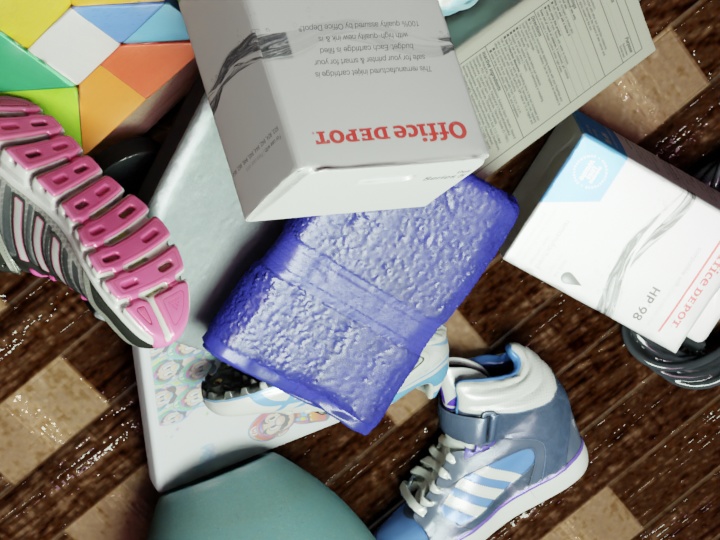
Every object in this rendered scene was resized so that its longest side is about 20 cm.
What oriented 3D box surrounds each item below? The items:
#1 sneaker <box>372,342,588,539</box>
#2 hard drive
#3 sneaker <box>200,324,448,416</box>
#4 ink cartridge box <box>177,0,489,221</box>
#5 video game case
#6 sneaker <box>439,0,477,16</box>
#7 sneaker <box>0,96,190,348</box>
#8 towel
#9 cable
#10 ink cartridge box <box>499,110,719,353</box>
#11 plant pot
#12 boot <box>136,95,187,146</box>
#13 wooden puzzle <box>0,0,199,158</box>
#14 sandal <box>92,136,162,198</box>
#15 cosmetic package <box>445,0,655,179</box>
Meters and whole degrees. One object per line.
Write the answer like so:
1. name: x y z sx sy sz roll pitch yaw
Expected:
1. sneaker: 0.070 0.136 1.793 0.200 0.081 0.147 -29 116 0
2. hard drive: -0.083 -0.042 1.549 0.139 0.033 0.200 19 106 -35
3. sneaker: -0.021 0.082 1.654 0.200 0.072 0.073 -12 110 -29
4. ink cartridge box: -0.023 -0.139 1.442 0.145 0.200 0.084 -6 161 -33
5. video game case: -0.076 0.065 1.678 0.182 0.024 0.200 -21 140 -17
6. sneaker: 0.035 -0.197 1.554 0.200 0.082 0.074 -37 118 -20
7. sneaker: -0.191 -0.019 1.493 0.074 0.200 0.087 -33 167 -48
8. towel: 0.000 0.000 1.558 0.148 0.050 0.200 30 100 -29
9. cable: 0.281 -0.005 1.814 0.163 0.051 0.200 -9 117 -7
10. ink cartridge box: 0.215 -0.021 1.731 0.200 0.067 0.116 28 105 -15
11. plant pot: -0.084 0.215 1.722 0.200 0.200 0.135 -20 89 -10
12. boot: -0.046 -0.083 1.626 0.175 0.066 0.200 -36 126 1
13. wooden puzzle: -0.187 -0.155 1.492 0.200 0.037 0.185 -43 123 17
14. sandal: -0.135 -0.018 1.603 0.075 0.048 0.200 -29 147 3
15. cosmetic package: 0.100 -0.148 1.612 0.200 0.073 0.104 -37 124 -18
